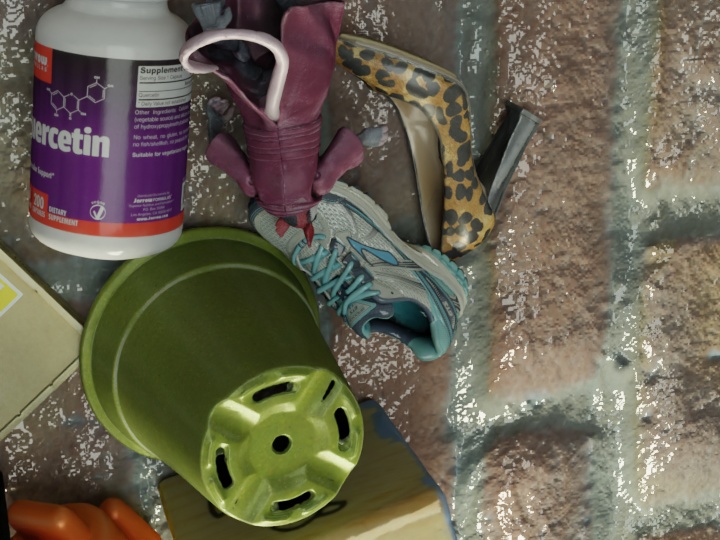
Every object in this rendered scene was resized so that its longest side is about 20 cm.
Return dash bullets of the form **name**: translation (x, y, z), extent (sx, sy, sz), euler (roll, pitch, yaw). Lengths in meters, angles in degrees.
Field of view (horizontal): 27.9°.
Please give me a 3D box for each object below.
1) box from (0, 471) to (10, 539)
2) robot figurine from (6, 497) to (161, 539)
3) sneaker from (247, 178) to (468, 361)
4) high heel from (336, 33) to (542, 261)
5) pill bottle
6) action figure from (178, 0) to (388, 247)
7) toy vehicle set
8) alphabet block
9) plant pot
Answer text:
- **box**: translation (-0.374, 0.204, 1.062), extent (0.200, 0.149, 0.124), euler (-39, 116, 0)
- **robot figurine**: translation (-0.214, 0.264, 1.137), extent (0.116, 0.144, 0.200), euler (-27, 127, 6)
- **sneaker**: translation (0.000, 0.000, 1.118), extent (0.199, 0.087, 0.078), euler (29, 135, -19)
- **high heel**: translation (0.035, -0.091, 1.122), extent (0.199, 0.071, 0.143), euler (22, 100, -26)
- **pill bottle**: translation (-0.177, -0.116, 1.030), extent (0.112, 0.112, 0.201), euler (0, 108, -16)
- **action figure**: translation (-0.048, -0.102, 1.019), extent (0.133, 0.149, 0.201), euler (-7, 117, 2)
- **toy vehicle set**: translation (-0.308, 0.029, 1.088), extent (0.124, 0.027, 0.200), euler (-42, 114, 1)
- **alphabet block**: translation (-0.029, 0.251, 1.155), extent (0.199, 0.195, 0.197), euler (-21, 111, -9)
- **plant pot**: translation (-0.087, 0.090, 1.069), extent (0.199, 0.190, 0.201), euler (-9, 112, -23)
